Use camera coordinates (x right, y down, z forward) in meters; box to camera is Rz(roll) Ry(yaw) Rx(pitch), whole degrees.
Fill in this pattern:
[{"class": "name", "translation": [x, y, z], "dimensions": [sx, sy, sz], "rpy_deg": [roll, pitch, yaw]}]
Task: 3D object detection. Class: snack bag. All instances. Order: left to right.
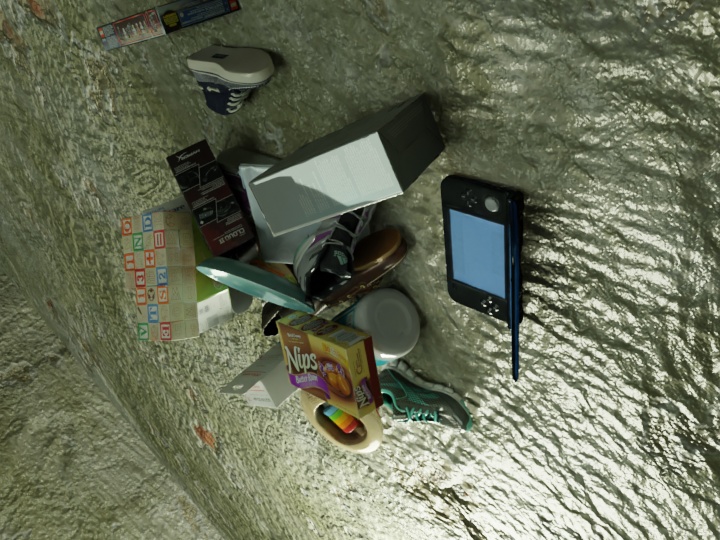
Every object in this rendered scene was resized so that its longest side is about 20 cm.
[{"class": "snack bag", "translation": [-0.082, -0.083, 1.039], "dimensions": [0.196, 0.022, 0.191], "rpy_deg": [2, 128, 14]}]

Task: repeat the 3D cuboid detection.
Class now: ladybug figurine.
[{"class": "ladybug figurine", "translation": [-0.034, 0.269, 1.290], "dimensions": [0.135, 0.072, 0.200], "rpy_deg": [-33, 107, 31]}]

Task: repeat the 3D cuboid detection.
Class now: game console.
[{"class": "game console", "translation": [0.149, 0.007, 0.833], "dimensions": [0.169, 0.118, 0.203], "rpy_deg": [21, 134, 37]}]

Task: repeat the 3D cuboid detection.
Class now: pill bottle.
[{"class": "pill bottle", "translation": [0.006, 0.109, 1.098], "dimensions": [0.112, 0.110, 0.200], "rpy_deg": [53, 146, -1]}]

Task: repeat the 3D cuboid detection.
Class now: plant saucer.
[{"class": "plant saucer", "translation": [-0.160, 0.020, 1.044], "dimensions": [0.197, 0.028, 0.200], "rpy_deg": [20, 170, 4]}]

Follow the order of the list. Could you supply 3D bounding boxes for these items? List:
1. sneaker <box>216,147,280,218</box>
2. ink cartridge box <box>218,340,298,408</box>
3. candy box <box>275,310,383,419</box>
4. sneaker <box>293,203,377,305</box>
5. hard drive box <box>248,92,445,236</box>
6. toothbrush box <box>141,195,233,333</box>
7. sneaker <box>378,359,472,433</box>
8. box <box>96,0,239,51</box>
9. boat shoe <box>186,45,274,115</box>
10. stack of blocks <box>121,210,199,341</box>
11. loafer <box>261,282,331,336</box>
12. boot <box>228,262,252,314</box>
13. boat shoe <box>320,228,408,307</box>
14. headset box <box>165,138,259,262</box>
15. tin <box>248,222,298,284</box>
[{"class": "sneaker", "translation": [-0.163, -0.132, 1.131], "dimensions": [0.199, 0.072, 0.116], "rpy_deg": [33, 146, 44]}, {"class": "ink cartridge box", "translation": [-0.167, 0.205, 1.304], "dimensions": [0.114, 0.199, 0.069], "rpy_deg": [-11, 112, 53]}, {"class": "candy box", "translation": [-0.052, 0.142, 1.048], "dimensions": [0.198, 0.056, 0.119], "rpy_deg": [13, 119, 50]}, {"class": "sneaker", "translation": [-0.024, -0.038, 0.936], "dimensions": [0.077, 0.141, 0.202], "rpy_deg": [22, 112, -21]}, {"class": "hard drive box", "translation": [-0.015, -0.131, 0.826], "dimensions": [0.197, 0.156, 0.078], "rpy_deg": [-14, 110, 34]}, {"class": "toothbrush box", "translation": [-0.310, -0.007, 1.203], "dimensions": [0.202, 0.085, 0.146], "rpy_deg": [62, 163, 18]}, {"class": "sneaker", "translation": [0.093, 0.229, 1.114], "dimensions": [0.198, 0.091, 0.079], "rpy_deg": [23, 137, 36]}, {"class": "box", "translation": [-0.293, -0.379, 1.002], "dimensions": [0.198, 0.136, 0.041], "rpy_deg": [10, 126, 45]}, {"class": "boat shoe", "translation": [-0.189, -0.287, 1.029], "dimensions": [0.199, 0.074, 0.094], "rpy_deg": [28, 146, 43]}, {"class": "stack of blocks", "translation": [-0.327, 0.011, 1.085], "dimensions": [0.114, 0.058, 0.205], "rpy_deg": [-5, 89, 37]}, {"class": "loafer", "translation": [-0.105, 0.071, 1.186], "dimensions": [0.073, 0.072, 0.199], "rpy_deg": [38, 131, -25]}, {"class": "boot", "translation": [-0.262, -0.013, 1.280], "dimensions": [0.095, 0.073, 0.203], "rpy_deg": [36, 139, 32]}, {"class": "boat shoe", "translation": [0.000, 0.000, 1.025], "dimensions": [0.198, 0.071, 0.070], "rpy_deg": [-23, 124, 38]}, {"class": "headset box", "translation": [-0.240, -0.094, 1.119], "dimensions": [0.203, 0.076, 0.149], "rpy_deg": [64, 171, 6]}, {"class": "tin", "translation": [-0.173, -0.015, 1.266], "dimensions": [0.199, 0.042, 0.113], "rpy_deg": [37, 146, 24]}]
